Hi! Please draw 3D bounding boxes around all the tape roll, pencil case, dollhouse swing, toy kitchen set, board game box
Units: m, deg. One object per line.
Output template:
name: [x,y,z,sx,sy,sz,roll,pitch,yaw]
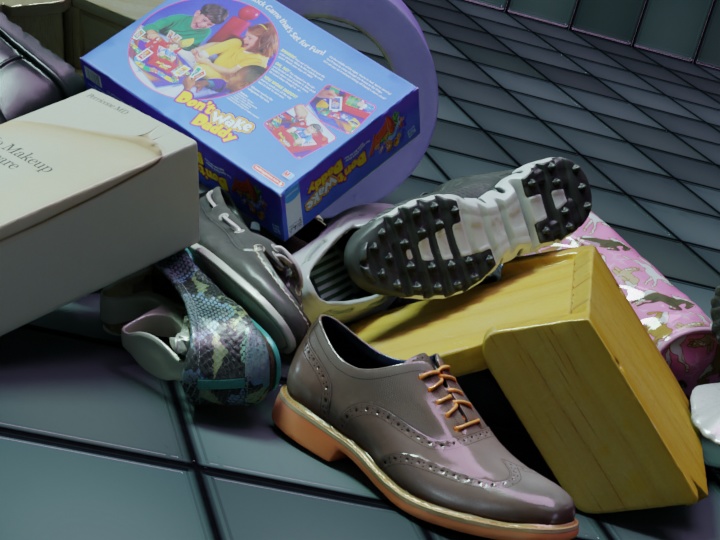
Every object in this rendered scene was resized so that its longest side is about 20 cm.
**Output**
tape roll: [-0.037,-0.149,1.615,0.199,0.201,0.085,16,15,-5]
pencil case: [0.184,0.026,1.411,0.200,0.086,0.083,47,-12,46]
dollhouse swing: [0.096,0.087,1.234,0.182,0.175,0.200,58,12,-8]
toy kitchen set: [-0.229,-0.116,1.516,0.199,0.164,0.181,22,43,20]
board game box: [-0.076,-0.120,1.345,0.200,0.045,0.134,35,59,29]

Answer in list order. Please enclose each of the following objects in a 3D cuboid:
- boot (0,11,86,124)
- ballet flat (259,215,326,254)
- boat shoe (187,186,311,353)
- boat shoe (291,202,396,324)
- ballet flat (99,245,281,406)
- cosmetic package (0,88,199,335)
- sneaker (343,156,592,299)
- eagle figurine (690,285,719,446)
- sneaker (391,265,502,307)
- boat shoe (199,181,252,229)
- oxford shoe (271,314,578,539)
boot: [-0.309,-0.126,1.337,0.200,0.077,0.168,34,43,15]
ballet flat: [-0.035,-0.018,1.441,0.067,0.047,0.200,14,15,-12]
boat shoe: [-0.071,-0.010,1.209,0.067,0.057,0.200,59,-13,-29]
boat shoe: [0.000,0.000,1.311,0.067,0.074,0.200,-23,9,36]
ballet flat: [-0.119,0.024,1.169,0.074,0.075,0.200,7,14,-32]
cosmetic package: [-0.198,-0.028,1.122,0.103,0.074,0.200,26,39,34]
sneaker: [0.057,-0.023,1.289,0.199,0.067,0.090,-21,7,-37]
eagle figurine: [0.307,0.043,1.300,0.151,0.201,0.151,18,13,-4]
sneaker: [0.075,0.018,1.425,0.082,0.073,0.200,27,13,-36]
boat shoe: [-0.151,-0.034,1.320,0.065,0.074,0.200,30,18,29]
oxford shoe: [0.038,0.089,1.084,0.199,0.073,0.071,25,16,27]
